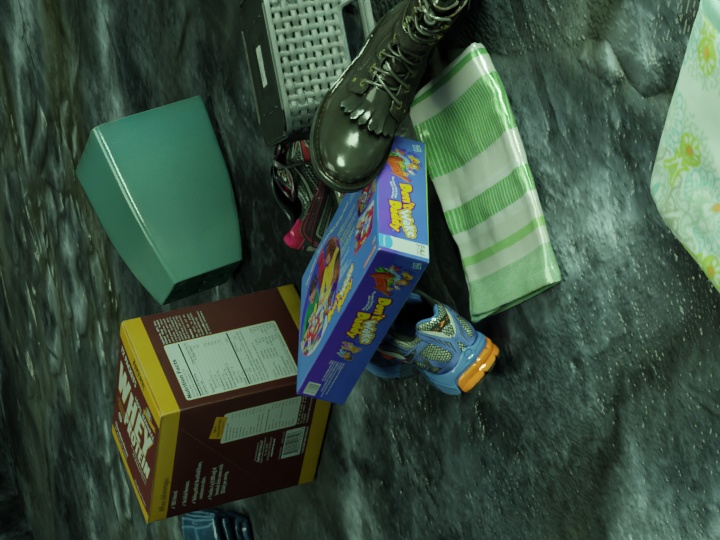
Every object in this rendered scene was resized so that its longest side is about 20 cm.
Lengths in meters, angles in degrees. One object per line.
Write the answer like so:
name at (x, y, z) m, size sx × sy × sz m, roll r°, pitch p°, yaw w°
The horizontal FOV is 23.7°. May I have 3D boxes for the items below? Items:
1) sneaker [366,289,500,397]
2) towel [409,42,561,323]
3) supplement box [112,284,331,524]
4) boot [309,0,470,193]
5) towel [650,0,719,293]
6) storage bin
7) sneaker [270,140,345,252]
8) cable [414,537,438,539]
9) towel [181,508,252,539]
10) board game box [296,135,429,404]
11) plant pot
sneaker at (0.043, 0.049, 1.483) m, size 0.079 × 0.075 × 0.200 m, roll 52°, pitch 158°, yaw -23°
towel at (0.097, -0.069, 1.387) m, size 0.152 × 0.023 × 0.201 m, roll 145°, pitch 112°, yaw -66°
supplement box at (-0.153, 0.146, 1.869) m, size 0.198 × 0.199 × 0.133 m, roll 103°, pitch 147°, yaw -46°
boot at (0.031, -0.170, 1.334) m, size 0.201 × 0.069 × 0.174 m, roll -66°, pitch 8°, yaw -21°
towel at (0.242, -0.050, 1.009) m, size 0.172 × 0.048 × 0.200 m, roll 102°, pitch 149°, yaw -44°
storage bin at (-0.045, -0.188, 1.523) m, size 0.200 × 0.093 × 0.136 m, roll -175°, pitch 73°, yaw -80°
sneaker at (-0.058, -0.115, 1.672) m, size 0.081 × 0.074 × 0.201 m, roll 126°, pitch 129°, yaw -62°
cable at (0.070, 0.345, 1.593) m, size 0.200 × 0.051 × 0.164 m, roll 52°, pitch 136°, yaw 31°
towel at (-0.191, 0.375, 2.282) m, size 0.200 × 0.048 × 0.112 m, roll 164°, pitch 93°, yaw -68°
board game box at (0.000, 0.000, 1.457) m, size 0.200 × 0.045 × 0.135 m, roll 119°, pitch 159°, yaw -45°
plant pot at (-0.227, -0.073, 2.029) m, size 0.201 × 0.141 × 0.141 m, roll 66°, pitch 156°, yaw 11°
